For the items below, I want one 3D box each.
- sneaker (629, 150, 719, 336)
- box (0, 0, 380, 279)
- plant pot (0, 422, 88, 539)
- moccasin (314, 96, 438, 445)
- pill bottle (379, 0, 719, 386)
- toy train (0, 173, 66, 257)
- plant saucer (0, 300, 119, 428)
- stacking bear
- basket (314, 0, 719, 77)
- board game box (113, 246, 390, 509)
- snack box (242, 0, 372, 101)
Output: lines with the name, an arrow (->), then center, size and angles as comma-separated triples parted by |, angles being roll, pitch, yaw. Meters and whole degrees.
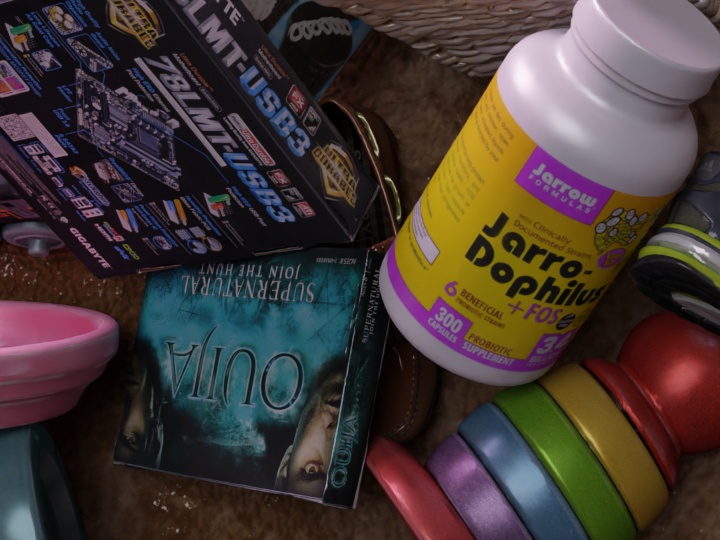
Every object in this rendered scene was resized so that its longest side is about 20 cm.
sneaker -> 0.229, 0.010, 0.987 | 0.074, 0.200, 0.081 | 4, 67, 60
box -> -0.122, -0.084, 1.054 | 0.198, 0.200, 0.050 | -10, 42, 38
plant pot -> -0.254, 0.168, 1.111 | 0.188, 0.200, 0.200 | -16, 72, 0
moccasin -> 0.002, 0.000, 1.114 | 0.074, 0.078, 0.202 | -7, 75, 18
pill bottle -> 0.095, -0.045, 0.964 | 0.104, 0.104, 0.200 | 47, 127, 22
toy train -> -0.254, -0.056, 1.196 | 0.200, 0.114, 0.085 | -2, 76, 18
plant saucer -> -0.238, 0.054, 1.128 | 0.200, 0.200, 0.051 | 3, 99, 20
stacking bear -> 0.119, 0.094, 1.037 | 0.200, 0.114, 0.122 | -34, 110, -4
basket -> 0.095, -0.218, 1.030 | 0.198, 0.161, 0.200 | -5, 71, 37
board game box -> -0.062, 0.053, 1.096 | 0.200, 0.028, 0.136 | 2, 80, 50
snack box -> -0.056, -0.178, 1.063 | 0.037, 0.200, 0.116 | 26, 74, 37
